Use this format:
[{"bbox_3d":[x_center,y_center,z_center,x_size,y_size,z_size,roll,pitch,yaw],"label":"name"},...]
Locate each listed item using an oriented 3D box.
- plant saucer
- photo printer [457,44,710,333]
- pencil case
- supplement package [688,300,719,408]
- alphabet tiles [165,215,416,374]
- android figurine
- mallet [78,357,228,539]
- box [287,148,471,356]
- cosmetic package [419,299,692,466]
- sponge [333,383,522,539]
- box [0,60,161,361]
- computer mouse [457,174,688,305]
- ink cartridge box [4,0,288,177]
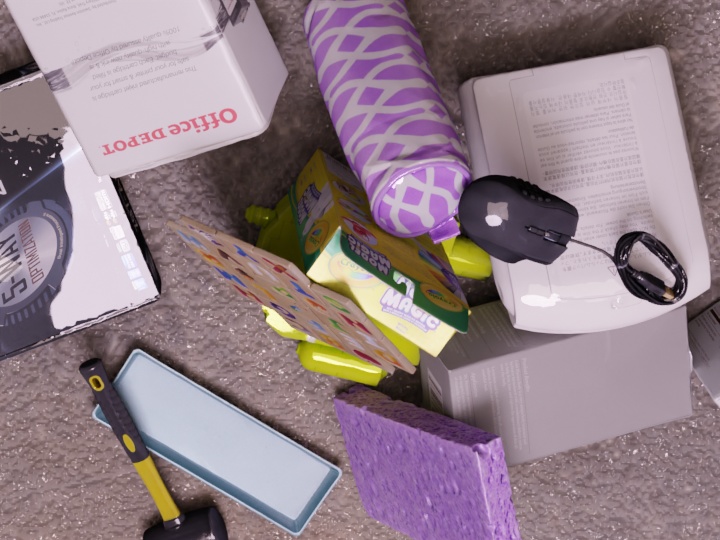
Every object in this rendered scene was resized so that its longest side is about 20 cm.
[{"bbox_3d":[-0.114,0.136,1.636,0.199,0.019,0.070,32,103,-15],"label":"plant saucer"},{"bbox_3d":[0.171,-0.056,1.526,0.165,0.069,0.202,-11,82,-4],"label":"photo printer"},{"bbox_3d":[0.018,-0.120,1.463,0.083,0.201,0.086,-19,146,2],"label":"pencil case"},{"bbox_3d":[0.388,0.087,1.594,0.199,0.147,0.192,-35,109,7],"label":"supplement package"},{"bbox_3d":[-0.049,0.019,1.464,0.006,0.165,0.200,-61,149,-11],"label":"alphabet tiles"},{"bbox_3d":[0.000,0.000,1.587,0.198,0.041,0.184,12,108,-9],"label":"android figurine"},{"bbox_3d":[-0.161,0.151,1.609,0.065,0.041,0.202,-13,118,7],"label":"mallet"},{"bbox_3d":[0.012,-0.010,1.457,0.117,0.200,0.049,33,102,-16],"label":"box"},{"bbox_3d":[0.152,0.076,1.581,0.198,0.090,0.108,-14,121,-13],"label":"cosmetic package"},{"bbox_3d":[0.053,0.160,1.568,0.030,0.199,0.113,-25,111,-27],"label":"sponge"},{"bbox_3d":[-0.259,-0.044,1.547,0.159,0.044,0.202,-20,110,1],"label":"box"},{"bbox_3d":[0.154,-0.016,1.437,0.198,0.034,0.059,19,101,-25],"label":"computer mouse"},{"bbox_3d":[-0.159,-0.183,1.456,0.144,0.084,0.201,-14,119,21],"label":"ink cartridge box"}]
